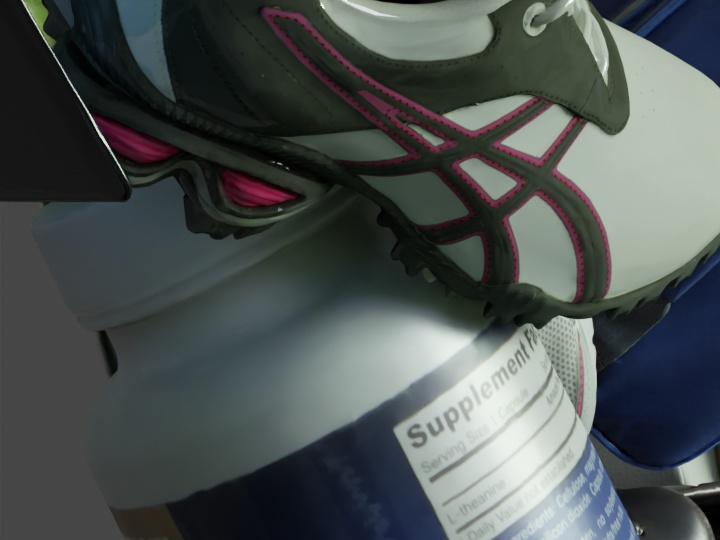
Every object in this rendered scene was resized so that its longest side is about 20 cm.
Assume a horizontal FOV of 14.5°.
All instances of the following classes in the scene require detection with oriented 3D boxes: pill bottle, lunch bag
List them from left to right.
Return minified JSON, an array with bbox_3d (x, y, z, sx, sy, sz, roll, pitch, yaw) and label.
[{"bbox_3d":[0.002,0.058,0.680,0.201,0.110,0.111,63,22,-9],"label":"pill bottle"},{"bbox_3d":[0.128,-0.039,0.947,0.136,0.200,0.133,42,23,-12],"label":"lunch bag"}]

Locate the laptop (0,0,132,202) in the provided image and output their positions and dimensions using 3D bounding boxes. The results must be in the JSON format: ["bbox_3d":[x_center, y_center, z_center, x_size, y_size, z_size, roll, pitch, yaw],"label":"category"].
[{"bbox_3d":[-0.113,-0.119,0.548,0.188,0.115,0.200,61,22,-24],"label":"laptop"}]

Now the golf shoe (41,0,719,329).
[{"bbox_3d":[0.028,-0.042,0.612,0.199,0.088,0.078,9,54,-40],"label":"golf shoe"}]

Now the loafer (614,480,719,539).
[{"bbox_3d":[0.087,0.082,0.833,0.072,0.063,0.199,42,22,32],"label":"loafer"}]

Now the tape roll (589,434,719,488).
[{"bbox_3d":[0.143,0.101,1.107,0.203,0.037,0.204,50,29,-42],"label":"tape roll"}]

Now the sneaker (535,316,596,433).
[{"bbox_3d":[0.000,0.000,0.777,0.200,0.081,0.089,49,24,-30],"label":"sneaker"}]
